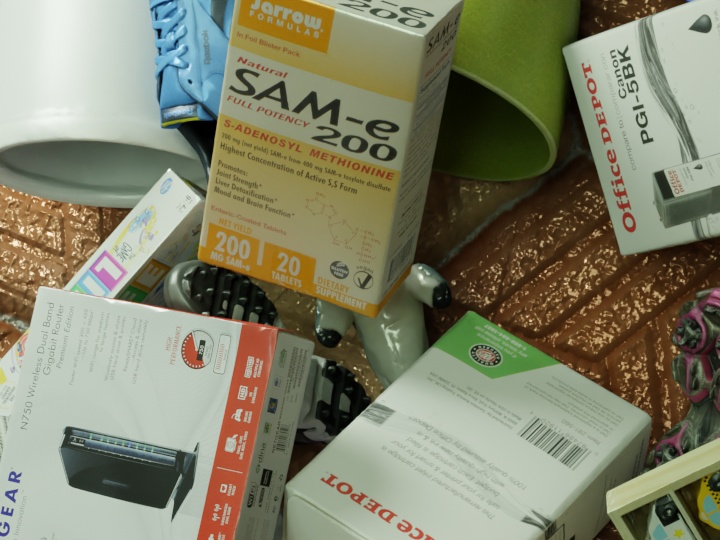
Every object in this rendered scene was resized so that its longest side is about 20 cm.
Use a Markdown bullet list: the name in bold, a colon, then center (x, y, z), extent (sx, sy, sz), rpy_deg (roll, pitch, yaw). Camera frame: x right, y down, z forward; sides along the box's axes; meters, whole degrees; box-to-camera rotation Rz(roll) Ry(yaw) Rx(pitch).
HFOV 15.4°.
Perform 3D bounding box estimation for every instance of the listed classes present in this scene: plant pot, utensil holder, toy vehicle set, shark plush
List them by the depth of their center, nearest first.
- **toy vehicle set**: center (0.250, 0.190, 1.607), extent (0.124, 0.027, 0.200), rpy_deg (-28, 110, 13)
- **plant pot**: center (0.073, -0.190, 1.756), extent (0.187, 0.187, 0.200), rpy_deg (14, 71, 23)
- **shark plush**: center (0.000, 0.000, 1.778), extent (0.091, 0.083, 0.200), rpy_deg (-29, 53, 0)
- **utensil holder**: center (-0.171, -0.161, 1.833), extent (0.170, 0.170, 0.200), rpy_deg (-3, 76, 20)

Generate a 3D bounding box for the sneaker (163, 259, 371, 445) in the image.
- **sneaker**: center (-0.081, 0.063, 1.745), extent (0.090, 0.200, 0.067), rpy_deg (-13, 52, 32)

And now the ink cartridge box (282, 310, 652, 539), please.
- **ink cartridge box**: center (0.065, 0.138, 1.666), extent (0.146, 0.084, 0.200), rpy_deg (31, 52, 24)

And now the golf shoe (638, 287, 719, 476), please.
- **golf shoe**: center (0.232, 0.105, 1.671), extent (0.073, 0.092, 0.200), rpy_deg (27, 112, 39)

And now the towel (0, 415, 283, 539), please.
- **towel**: center (-0.135, 0.174, 1.747), extent (0.035, 0.200, 0.193), rpy_deg (-41, 60, 52)

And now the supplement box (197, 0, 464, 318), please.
- **supplement box**: center (-0.021, -0.086, 1.642), extent (0.126, 0.074, 0.200), rpy_deg (18, 120, 14)

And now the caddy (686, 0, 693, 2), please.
- **caddy**: center (0.232, -0.251, 1.735), extent (0.141, 0.105, 0.200), rpy_deg (-45, 67, 7)

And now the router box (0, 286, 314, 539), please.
- **router box**: center (-0.134, 0.123, 1.633), extent (0.179, 0.049, 0.200), rpy_deg (9, 85, 29)

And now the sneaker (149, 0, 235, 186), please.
- **sneaker**: center (-0.105, -0.143, 1.732), extent (0.066, 0.078, 0.200), rpy_deg (-16, 98, 53)

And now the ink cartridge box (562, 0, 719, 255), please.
- **ink cartridge box**: center (0.232, -0.098, 1.643), extent (0.200, 0.083, 0.147), rpy_deg (-16, 91, 54)

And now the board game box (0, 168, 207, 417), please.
- **board game box**: center (-0.158, 0.031, 1.802), extent (0.200, 0.134, 0.034), rpy_deg (-48, 67, 5)
